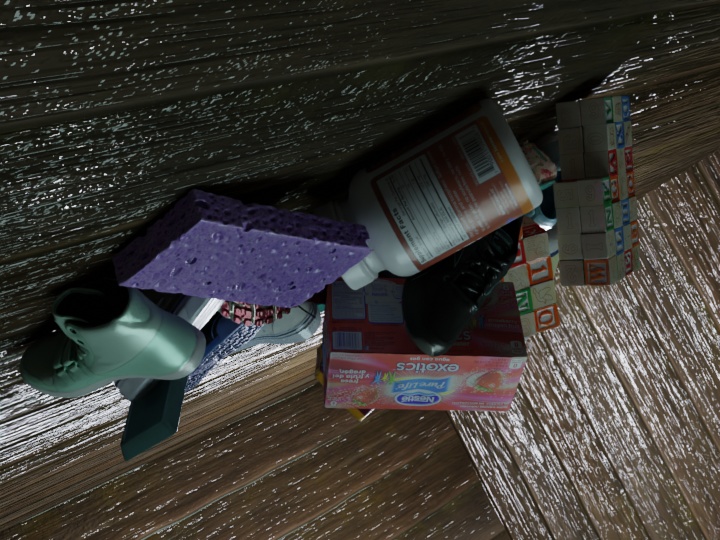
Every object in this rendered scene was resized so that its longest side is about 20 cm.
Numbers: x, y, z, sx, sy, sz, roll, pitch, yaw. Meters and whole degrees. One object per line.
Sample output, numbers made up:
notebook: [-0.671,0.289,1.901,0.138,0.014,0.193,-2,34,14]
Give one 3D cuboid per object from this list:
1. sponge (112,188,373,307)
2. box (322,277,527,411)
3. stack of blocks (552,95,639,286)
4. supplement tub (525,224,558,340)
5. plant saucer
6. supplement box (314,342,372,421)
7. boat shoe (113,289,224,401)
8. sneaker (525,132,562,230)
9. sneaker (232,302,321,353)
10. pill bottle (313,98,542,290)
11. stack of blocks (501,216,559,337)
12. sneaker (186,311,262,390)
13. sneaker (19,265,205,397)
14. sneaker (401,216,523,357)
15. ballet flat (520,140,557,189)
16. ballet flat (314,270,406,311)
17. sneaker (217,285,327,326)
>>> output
sponge: [-0.093,-0.013,0.860,0.111,0.030,0.199,-35,152,33]
box: [0.061,0.075,1.053,0.197,0.104,0.095,1,138,-6]
stack of blocks: [0.265,-0.091,1.157,0.058,0.203,0.115,-1,-172,32]
supplement tub: [0.212,-0.001,1.500,0.144,0.145,0.202,-22,137,-33]
plant saucer: [-0.201,0.099,1.040,0.069,0.019,0.201,-31,-147,23]
supplement box: [0.040,0.075,1.278,0.200,0.086,0.110,-44,-169,9]
boat shoe: [-0.178,0.037,0.959,0.200,0.062,0.072,-49,175,16]
sneaker: [0.219,-0.073,1.312,0.073,0.082,0.202,10,125,-9]
sneaker: [-0.137,0.047,1.180,0.198,0.071,0.074,-12,-142,32]
pill bottle: [0.060,-0.065,0.961,0.198,0.113,0.112,-28,172,9]
stack of blocks: [0.146,-0.023,1.139,0.114,0.203,0.059,-16,-159,-8]
sneaker: [-0.180,0.069,1.131,0.200,0.079,0.070,-39,167,37]
sneaker: [-0.245,0.050,0.894,0.198,0.075,0.118,-10,144,27]
sneaker: [0.102,-0.004,0.996,0.079,0.075,0.201,-30,-156,48]
ballet flat: [0.159,-0.097,1.278,0.199,0.065,0.075,-31,171,38]
ballet flat: [0.000,0.000,1.164,0.198,0.074,0.073,-16,180,34]
sneaker: [-0.088,0.005,1.068,0.198,0.074,0.082,-4,116,-45]
